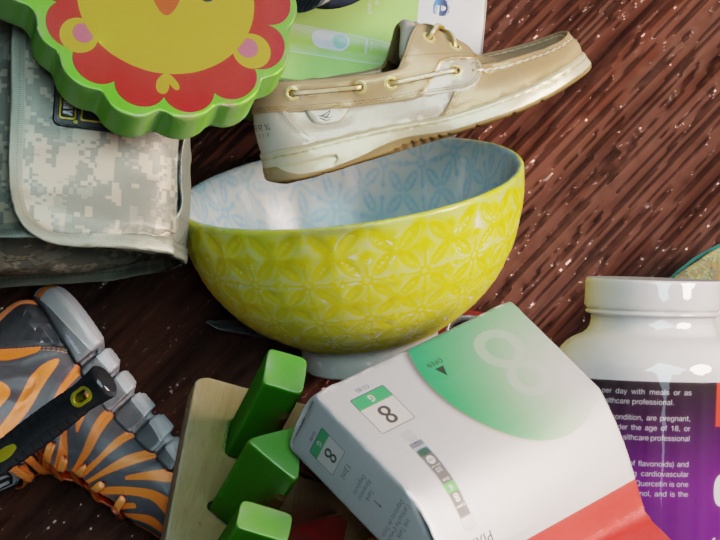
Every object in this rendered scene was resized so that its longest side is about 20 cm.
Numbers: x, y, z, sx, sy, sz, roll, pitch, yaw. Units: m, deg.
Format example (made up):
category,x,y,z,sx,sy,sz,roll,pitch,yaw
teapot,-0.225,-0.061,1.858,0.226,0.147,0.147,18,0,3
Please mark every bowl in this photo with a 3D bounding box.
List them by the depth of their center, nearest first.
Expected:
category,x,y,z,sx,sy,sz,roll,pitch,yaw
bowl,0.000,0.000,1.676,0.200,0.200,0.108,-12,106,-16

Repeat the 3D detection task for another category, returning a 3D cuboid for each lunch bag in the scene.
category,x,y,z,sx,sy,sz,roll,pitch,yaw
lunch bag,-0.187,-0.079,1.640,0.199,0.118,0.165,-5,73,16

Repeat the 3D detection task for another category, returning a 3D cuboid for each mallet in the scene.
category,x,y,z,sx,sy,sz,roll,pitch,yaw
mallet,-0.215,0.104,1.600,0.200,0.041,0.066,-44,82,22

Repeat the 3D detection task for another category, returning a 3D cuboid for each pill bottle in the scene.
category,x,y,z,sx,sy,sz,roll,pitch,yaw
pill bottle,0.162,0.105,1.646,0.112,0.112,0.201,1,92,-12

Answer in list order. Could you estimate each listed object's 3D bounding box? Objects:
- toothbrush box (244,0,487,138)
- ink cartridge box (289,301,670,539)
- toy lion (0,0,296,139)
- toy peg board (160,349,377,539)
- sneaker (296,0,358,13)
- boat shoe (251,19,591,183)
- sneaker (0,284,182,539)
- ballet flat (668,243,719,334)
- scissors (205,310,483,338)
category,x,y,z,sx,sy,sz,roll,pitch,yaw
toothbrush box,-0.029,-0.165,1.752,0.199,0.086,0.146,8,73,-10
ink cartridge box,0.086,0.118,1.532,0.161,0.050,0.200,-23,58,-43
toy lion,-0.132,-0.166,1.591,0.199,0.069,0.192,11,65,-10
toy peg board,-0.001,0.151,1.568,0.199,0.098,0.200,16,56,-10
sneaker,-0.045,-0.238,1.701,0.082,0.070,0.200,-12,71,-43
boat shoe,0.033,-0.109,1.668,0.200,0.074,0.069,-19,97,-11
sneaker,-0.161,0.114,1.655,0.112,0.078,0.200,-35,73,-15
ballet flat,0.178,0.057,1.741,0.200,0.071,0.071,-35,84,-17
scissors,0.011,0.038,1.743,0.200,0.014,0.073,21,72,-5
